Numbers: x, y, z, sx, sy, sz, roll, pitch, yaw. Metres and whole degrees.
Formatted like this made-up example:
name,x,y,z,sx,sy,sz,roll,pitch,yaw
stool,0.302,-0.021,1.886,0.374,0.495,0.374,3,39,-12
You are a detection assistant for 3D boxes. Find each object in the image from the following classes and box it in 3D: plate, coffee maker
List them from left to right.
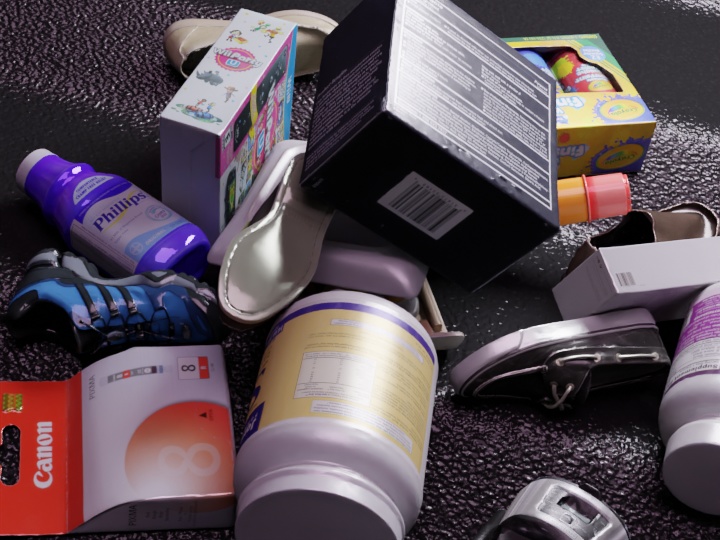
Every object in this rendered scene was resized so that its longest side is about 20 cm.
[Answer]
name,x,y,z,sx,sy,sz,roll,pitch,yaw
plate,-0.019,-0.061,1.269,0.198,0.032,0.200,9,40,14
coffee maker,0.085,0.255,0.951,0.135,0.192,0.200,52,32,11

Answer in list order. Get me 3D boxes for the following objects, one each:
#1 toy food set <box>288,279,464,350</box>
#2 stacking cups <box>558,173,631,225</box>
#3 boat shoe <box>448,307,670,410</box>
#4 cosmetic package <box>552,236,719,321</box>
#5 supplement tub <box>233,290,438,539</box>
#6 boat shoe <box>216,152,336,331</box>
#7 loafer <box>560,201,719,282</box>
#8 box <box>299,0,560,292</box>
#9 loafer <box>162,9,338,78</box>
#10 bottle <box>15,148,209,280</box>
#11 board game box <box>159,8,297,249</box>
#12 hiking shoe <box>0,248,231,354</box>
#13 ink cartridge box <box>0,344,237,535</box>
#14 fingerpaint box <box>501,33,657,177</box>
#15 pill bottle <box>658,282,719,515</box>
name,x,y,z,sx,sy,sz,roll,pitch,yaw
toy food set,0.000,0.000,1.263,0.143,0.061,0.201,-4,45,-15
stacking cups,0.158,-0.063,1.312,0.199,0.061,0.061,-11,43,7
boat shoe,0.177,0.085,1.197,0.199,0.071,0.064,-14,62,-13
cosmetic package,0.281,0.010,1.260,0.199,0.083,0.051,-5,63,-31
supplement tub,-0.019,0.130,1.060,0.145,0.146,0.201,11,42,1
boat shoe,-0.070,-0.015,1.150,0.071,0.061,0.202,31,47,-2
loafer,0.285,-0.025,1.335,0.199,0.071,0.073,-25,53,-32
box,0.067,-0.123,1.206,0.200,0.123,0.199,32,43,-24
loafer,-0.114,-0.232,1.482,0.199,0.076,0.069,-5,45,-2
bottle,-0.233,-0.046,1.262,0.200,0.065,0.083,33,52,23
board game box,-0.125,-0.136,1.318,0.064,0.148,0.200,15,43,9
hiking shoe,-0.208,0.045,1.174,0.199,0.075,0.087,9,44,15
ink cartridge box,-0.202,0.131,1.095,0.199,0.050,0.163,2,43,-14
fingerpaint box,0.192,-0.179,1.478,0.199,0.074,0.167,-5,45,-16
pill bottle,0.317,0.108,1.171,0.112,0.113,0.200,19,44,9
